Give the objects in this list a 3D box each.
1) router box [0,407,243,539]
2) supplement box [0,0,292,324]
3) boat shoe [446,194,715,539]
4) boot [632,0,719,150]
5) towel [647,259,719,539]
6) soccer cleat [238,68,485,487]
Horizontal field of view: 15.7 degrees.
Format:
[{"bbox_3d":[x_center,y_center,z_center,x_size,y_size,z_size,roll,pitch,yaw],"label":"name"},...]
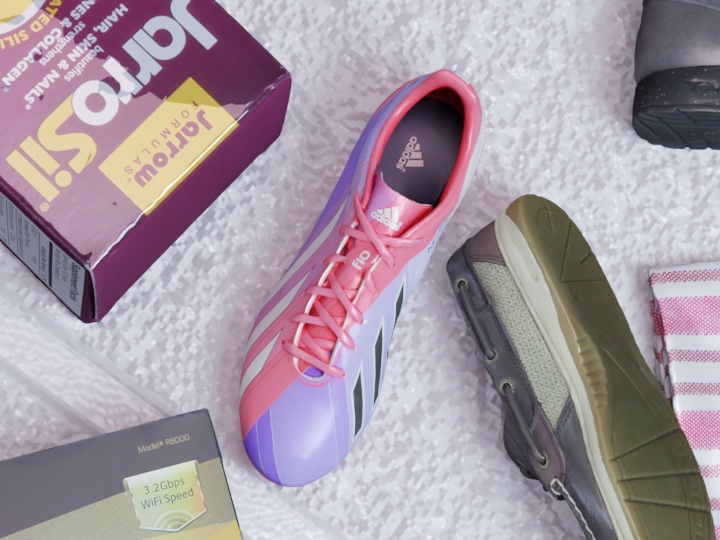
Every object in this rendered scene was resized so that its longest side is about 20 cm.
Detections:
[{"bbox_3d":[-0.141,0.162,1.134,0.199,0.052,0.158,-15,78,-8],"label":"router box"},{"bbox_3d":[-0.146,-0.097,1.169,0.200,0.103,0.131,43,76,5],"label":"supplement box"},{"bbox_3d":[0.096,0.067,1.170,0.066,0.072,0.202,-32,70,33],"label":"boat shoe"},{"bbox_3d":[0.222,-0.124,1.226,0.199,0.070,0.132,5,71,-8],"label":"boot"},{"bbox_3d":[0.212,0.089,1.192,0.145,0.030,0.201,-4,77,-6],"label":"towel"},{"bbox_3d":[0.000,0.000,1.171,0.066,0.076,0.201,26,76,2],"label":"soccer cleat"}]
